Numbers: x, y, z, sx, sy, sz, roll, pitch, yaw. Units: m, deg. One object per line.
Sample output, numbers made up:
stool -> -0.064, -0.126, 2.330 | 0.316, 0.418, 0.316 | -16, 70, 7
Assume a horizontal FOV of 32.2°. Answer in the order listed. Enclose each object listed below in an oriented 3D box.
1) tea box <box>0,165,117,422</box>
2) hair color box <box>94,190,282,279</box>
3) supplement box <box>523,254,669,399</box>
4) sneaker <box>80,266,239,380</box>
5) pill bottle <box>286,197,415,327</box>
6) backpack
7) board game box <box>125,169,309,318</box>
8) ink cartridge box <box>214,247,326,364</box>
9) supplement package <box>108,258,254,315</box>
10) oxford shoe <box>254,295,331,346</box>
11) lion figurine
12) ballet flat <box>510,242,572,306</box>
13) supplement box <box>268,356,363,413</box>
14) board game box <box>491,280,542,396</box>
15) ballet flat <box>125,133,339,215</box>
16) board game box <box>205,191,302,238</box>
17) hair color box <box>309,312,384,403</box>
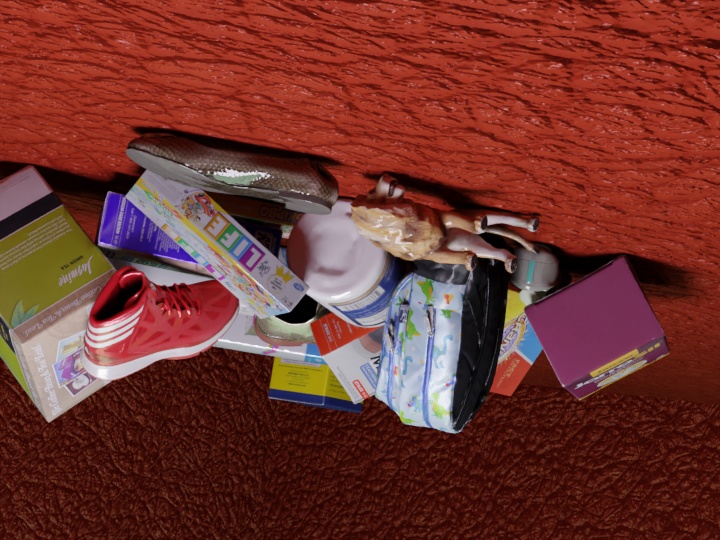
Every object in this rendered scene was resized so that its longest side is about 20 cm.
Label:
tea box -> -0.366, 0.030, 1.421 | 0.197, 0.133, 0.201 | 49, 157, 21
hair color box -> -0.197, -0.031, 1.411 | 0.198, 0.065, 0.109 | 11, 172, -14
supplement box -> 0.279, 0.071, 1.446 | 0.130, 0.104, 0.200 | -28, 164, 10
sneaker -> -0.207, 0.039, 1.348 | 0.078, 0.199, 0.116 | 44, 142, 22
pill bottle -> 0.000, 0.000, 1.374 | 0.110, 0.112, 0.200 | 6, 168, 18
backpack -> 0.091, 0.072, 1.339 | 0.152, 0.202, 0.163 | -4, -172, 20
board game box -> -0.151, -0.031, 1.294 | 0.200, 0.034, 0.134 | 42, 165, -9
ink cartridge box -> -0.118, 0.043, 1.728 | 0.198, 0.146, 0.085 | 9, 172, -1
supplement package -> -0.218, -0.017, 1.541 | 0.198, 0.111, 0.114 | 9, 172, -4
oxford shoe -> -0.033, 0.058, 1.555 | 0.198, 0.071, 0.075 | -4, 155, -7
lion figurine -> 0.084, -0.038, 1.204 | 0.122, 0.073, 0.199 | 13, 180, 34
ballet flat -> 0.206, 0.016, 1.458 | 0.067, 0.064, 0.200 | 7, 172, 16
supplement box -> -0.054, 0.107, 1.900 | 0.109, 0.202, 0.109 | 4, 170, 34
board game box -> 0.177, 0.086, 1.683 | 0.199, 0.154, 0.040 | 16, -159, -47
ballet flat -> -0.115, -0.096, 1.139 | 0.198, 0.047, 0.067 | 13, 169, 4
board game box -> -0.147, -0.068, 1.418 | 0.198, 0.030, 0.095 | 14, 172, -14
hair color box -> 0.053, 0.070, 1.515 | 0.199, 0.064, 0.111 | -29, 135, 4
